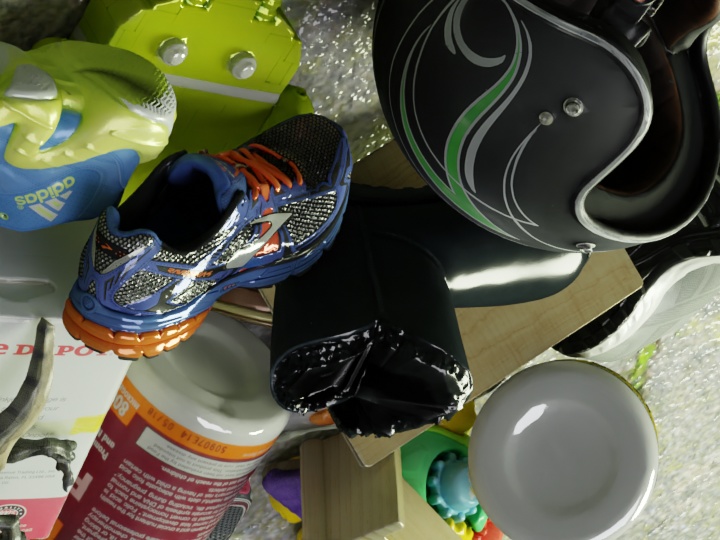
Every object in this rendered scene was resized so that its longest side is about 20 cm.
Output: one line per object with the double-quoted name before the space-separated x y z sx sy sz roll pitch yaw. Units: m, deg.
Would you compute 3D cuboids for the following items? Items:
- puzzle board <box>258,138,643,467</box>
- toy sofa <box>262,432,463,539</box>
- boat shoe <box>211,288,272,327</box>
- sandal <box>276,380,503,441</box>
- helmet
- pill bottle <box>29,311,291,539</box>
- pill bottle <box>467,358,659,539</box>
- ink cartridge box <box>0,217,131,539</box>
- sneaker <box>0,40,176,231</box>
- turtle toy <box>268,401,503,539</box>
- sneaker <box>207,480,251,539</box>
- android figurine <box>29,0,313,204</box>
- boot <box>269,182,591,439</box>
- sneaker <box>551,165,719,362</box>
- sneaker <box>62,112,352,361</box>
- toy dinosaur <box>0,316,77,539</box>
"puzzle board" 0.046 -0.004 1.589 0.199 0.017 0.151 -33 99 -13
"toy sofa" 0.026 0.181 1.661 0.097 0.083 0.200 -22 135 20
"boat shoe" 0.001 0.000 1.623 0.199 0.072 0.068 0 100 -24
"sandal" -0.017 0.064 1.658 0.205 0.060 0.079 -11 172 19
"helmet" 0.103 -0.108 1.457 0.199 0.201 0.191 -13 145 -23
"pill bottle" -0.134 0.122 1.617 0.114 0.114 0.200 9 127 -40
"pill bottle" 0.126 0.110 1.694 0.112 0.113 0.200 -35 176 4
"ink cartridge box" -0.213 0.055 1.483 0.144 0.084 0.200 2 140 -26
"sneaker" -0.194 -0.067 1.365 0.199 0.076 0.106 12 125 -15
"turtle toy" 0.034 0.169 1.794 0.145 0.101 0.200 -28 142 -4
"sneaker" -0.127 0.201 1.742 0.080 0.075 0.200 13 124 -43
"android figurine" -0.107 -0.086 1.467 0.181 0.041 0.200 10 128 -41
"boot" 0.041 0.023 1.489 0.198 0.169 0.077 4 125 -12
"sneaker" 0.204 -0.012 1.747 0.200 0.074 0.079 -36 152 15
"sneaker" -0.069 -0.030 1.418 0.200 0.075 0.079 -40 151 -42
"toy dinosaur" -0.197 0.107 1.449 0.200 0.048 0.088 -41 132 23
